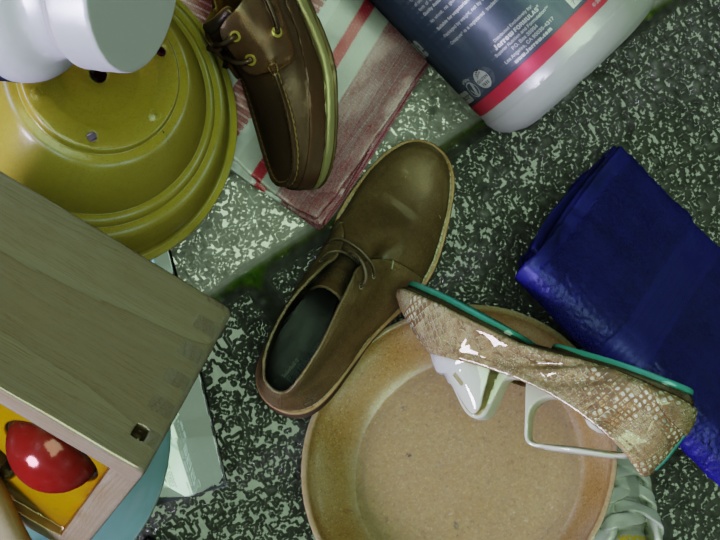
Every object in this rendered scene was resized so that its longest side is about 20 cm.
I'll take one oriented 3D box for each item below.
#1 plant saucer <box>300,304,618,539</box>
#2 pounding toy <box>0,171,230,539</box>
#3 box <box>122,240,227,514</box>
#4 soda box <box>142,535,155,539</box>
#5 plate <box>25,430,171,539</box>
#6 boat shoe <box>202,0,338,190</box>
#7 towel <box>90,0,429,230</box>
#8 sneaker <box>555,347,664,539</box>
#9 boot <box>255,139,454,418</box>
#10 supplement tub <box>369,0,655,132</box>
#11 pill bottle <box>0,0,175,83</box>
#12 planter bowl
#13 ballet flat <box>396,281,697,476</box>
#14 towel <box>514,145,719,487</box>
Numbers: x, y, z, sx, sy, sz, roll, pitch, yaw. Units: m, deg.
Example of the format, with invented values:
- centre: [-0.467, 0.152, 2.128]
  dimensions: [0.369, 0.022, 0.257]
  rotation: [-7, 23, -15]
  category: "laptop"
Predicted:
- centre: [0.062, 0.120, 0.902]
  dimensions: [0.199, 0.035, 0.201]
  rotation: [-8, 63, 16]
  category: "plant saucer"
- centre: [-0.179, 0.081, 0.768]
  dimensions: [0.184, 0.200, 0.143]
  rotation: [31, 57, -7]
  category: "pounding toy"
- centre: [-0.197, 0.081, 0.899]
  dimensions: [0.199, 0.050, 0.159]
  rotation: [-14, 91, -8]
  category: "box"
- centre: [-0.173, 0.262, 0.890]
  dimensions: [0.063, 0.071, 0.200]
  rotation: [41, 85, -6]
  category: "soda box"
- centre: [-0.212, 0.100, 0.859]
  dimensions: [0.199, 0.026, 0.201]
  rotation: [0, 90, -8]
  category: "plate"
- centre: [-0.064, -0.144, 0.872]
  dimensions: [0.067, 0.072, 0.201]
  rotation: [-15, 99, -30]
  category: "boat shoe"
- centre: [-0.069, -0.138, 0.931]
  dimensions: [0.200, 0.023, 0.144]
  rotation: [33, 85, -6]
  category: "towel"
- centre: [0.157, 0.143, 0.918]
  dimensions: [0.076, 0.081, 0.201]
  rotation: [10, 85, -27]
  category: "sneaker"
- centre: [0.000, 0.000, 0.908]
  dimensions: [0.073, 0.075, 0.201]
  rotation: [29, 79, 9]
  category: "boot"
- centre: [0.071, -0.198, 0.889]
  dimensions: [0.140, 0.140, 0.200]
  rotation: [-45, 95, -5]
  category: "supplement tub"
- centre: [-0.202, -0.158, 0.746]
  dimensions: [0.199, 0.116, 0.116]
  rotation: [8, 89, 20]
  category: "pill bottle"
- centre: [-0.158, -0.103, 0.842]
  dimensions: [0.199, 0.083, 0.201]
  rotation: [4, 78, -19]
  category: "planter bowl"
- centre: [0.097, 0.066, 0.858]
  dimensions: [0.199, 0.070, 0.066]
  rotation: [21, 86, 30]
  category: "ballet flat"
- centre: [0.193, 0.031, 0.925]
  dimensions: [0.200, 0.050, 0.148]
  rotation: [45, 50, -3]
  category: "towel"
